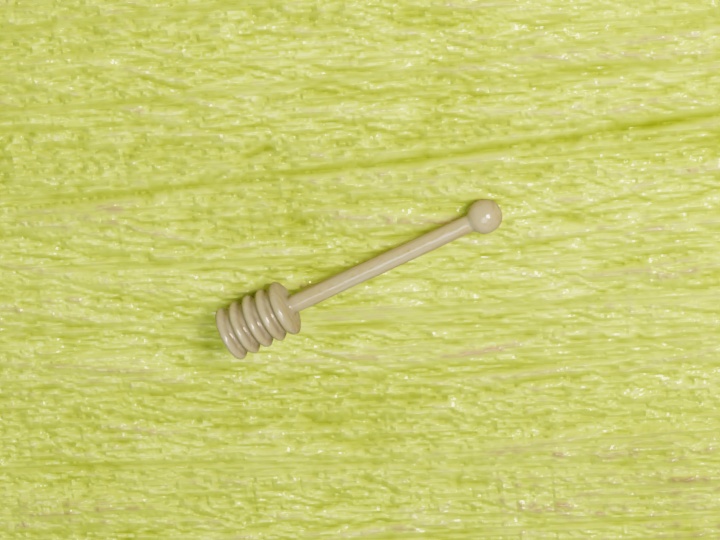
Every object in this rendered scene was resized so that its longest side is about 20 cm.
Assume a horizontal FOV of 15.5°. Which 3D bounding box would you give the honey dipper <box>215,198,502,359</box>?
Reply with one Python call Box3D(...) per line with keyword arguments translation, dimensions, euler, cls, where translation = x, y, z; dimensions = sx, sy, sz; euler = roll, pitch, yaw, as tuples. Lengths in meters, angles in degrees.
Box3D(translation=(0.000, 0.000, 1.703), dimensions=(0.200, 0.038, 0.038), euler=(-26, 113, 14), cls="honey dipper")
